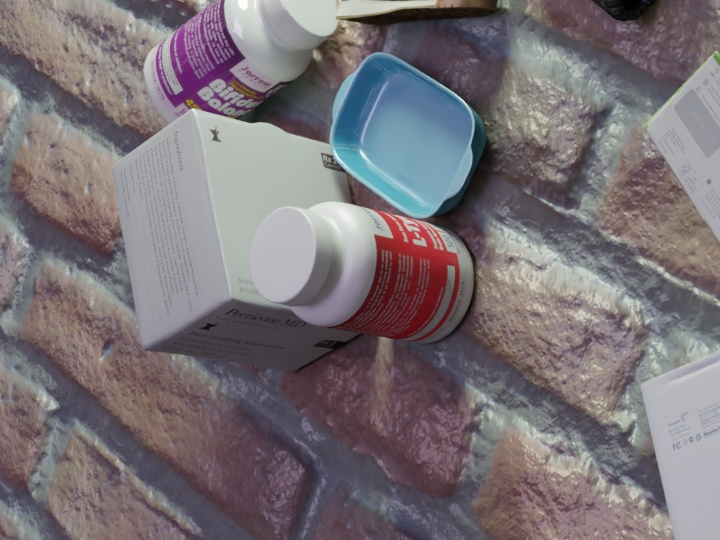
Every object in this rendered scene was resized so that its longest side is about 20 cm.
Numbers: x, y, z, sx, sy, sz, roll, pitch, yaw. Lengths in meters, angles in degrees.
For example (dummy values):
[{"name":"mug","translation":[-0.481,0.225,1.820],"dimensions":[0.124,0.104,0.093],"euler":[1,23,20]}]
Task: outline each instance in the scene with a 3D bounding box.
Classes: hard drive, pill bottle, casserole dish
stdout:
[{"name":"hard drive","translation":[0.300,0.166,1.615],"dimensions":[0.132,0.025,0.201],"euler":[-28,63,38]},{"name":"pill bottle","translation":[0.000,0.000,1.821],"dimensions":[0.112,0.199,0.113],"euler":[-10,75,42]},{"name":"pill bottle","translation":[-0.118,-0.224,2.045],"dimensions":[0.200,0.112,0.113],"euler":[-31,61,37]},{"name":"casserole dish","translation":[0.048,-0.126,1.913],"dimensions":[0.200,0.039,0.122],"euler":[37,108,43]}]

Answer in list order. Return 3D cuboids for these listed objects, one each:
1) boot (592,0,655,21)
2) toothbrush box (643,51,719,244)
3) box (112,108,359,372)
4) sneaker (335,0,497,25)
[{"name":"boot","translation":[0.206,-0.335,1.746],"dimensions":[0.158,0.079,0.212],"euler":[37,134,47]},{"name":"toothbrush box","translation":[0.327,-0.066,1.511],"dimensions":[0.086,0.199,0.146],"euler":[-46,53,27]},{"name":"box","translation":[-0.111,-0.025,1.936],"dimensions":[0.130,0.198,0.201],"euler":[-30,62,37]},{"name":"sneaker","translation":[0.050,-0.284,1.920],"dimensions":[0.199,0.067,0.091],"euler":[3,89,48]}]
